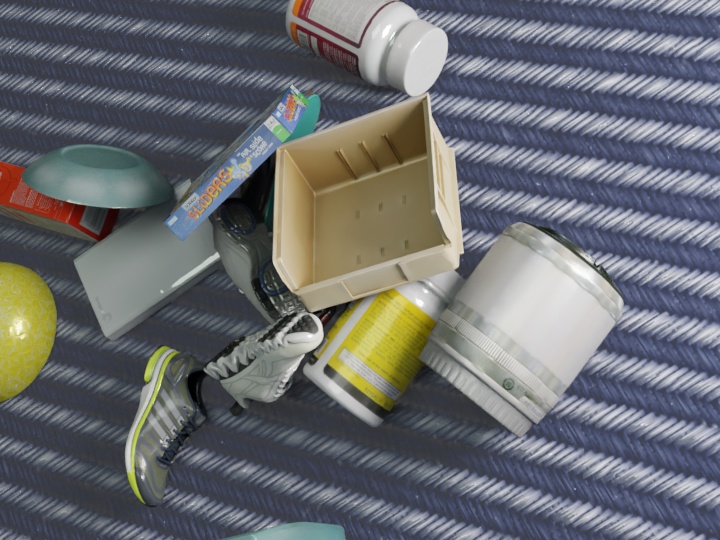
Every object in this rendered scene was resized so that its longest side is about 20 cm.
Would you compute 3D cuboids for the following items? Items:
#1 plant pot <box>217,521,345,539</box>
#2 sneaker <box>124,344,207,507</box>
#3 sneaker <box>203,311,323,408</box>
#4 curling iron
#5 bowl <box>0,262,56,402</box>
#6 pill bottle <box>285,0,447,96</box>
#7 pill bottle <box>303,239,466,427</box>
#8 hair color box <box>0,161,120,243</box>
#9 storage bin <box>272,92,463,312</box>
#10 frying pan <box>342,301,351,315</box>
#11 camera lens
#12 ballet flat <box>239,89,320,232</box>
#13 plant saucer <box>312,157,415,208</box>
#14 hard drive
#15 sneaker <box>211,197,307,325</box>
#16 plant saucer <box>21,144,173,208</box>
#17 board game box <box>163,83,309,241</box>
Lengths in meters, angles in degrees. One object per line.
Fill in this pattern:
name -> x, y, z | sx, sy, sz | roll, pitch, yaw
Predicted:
plant pot -> -0.108, 0.351, 1.297 | 0.140, 0.200, 0.143 | -16, 67, 15
sneaker -> -0.237, 0.194, 1.474 | 0.080, 0.074, 0.203 | 4, 76, 19
sneaker -> -0.101, 0.107, 1.390 | 0.199, 0.075, 0.082 | -26, 99, 48
curling iron -> -0.096, 0.103, 1.466 | 0.201, 0.025, 0.050 | -53, 48, 10
bowl -> -0.526, 0.073, 1.607 | 0.198, 0.108, 0.203 | -7, 70, 20
pill bottle -> 0.008, -0.305, 1.522 | 0.199, 0.110, 0.110 | 32, 86, 26
pill bottle -> 0.033, 0.071, 1.383 | 0.114, 0.114, 0.201 | 36, 88, 27
hair color box -> -0.444, -0.098, 1.635 | 0.198, 0.101, 0.062 | 15, 79, 24
storage bin -> 0.007, -0.074, 1.359 | 0.198, 0.094, 0.200 | -17, 47, 17
frying pan -> 0.015, -0.006, 1.461 | 0.114, 0.031, 0.192 | -17, 68, 19
camera lens -> 0.179, 0.061, 1.303 | 0.159, 0.160, 0.201 | 36, 88, 27
ballet flat -> -0.116, -0.147, 1.542 | 0.072, 0.073, 0.202 | 15, 81, 25
plant saucer -> -0.005, -0.088, 1.470 | 0.198, 0.029, 0.203 | -9, 67, 21
hard drive -> -0.280, -0.015, 1.585 | 0.199, 0.026, 0.133 | -34, 64, 7
sneaker -> -0.125, 0.003, 1.476 | 0.074, 0.088, 0.201 | -17, 59, -26
plant saucer -> -0.343, -0.132, 1.557 | 0.199, 0.200, 0.039 | 20, 112, 25
board game box -> -0.150, -0.134, 1.451 | 0.034, 0.136, 0.200 | 43, 111, -12
